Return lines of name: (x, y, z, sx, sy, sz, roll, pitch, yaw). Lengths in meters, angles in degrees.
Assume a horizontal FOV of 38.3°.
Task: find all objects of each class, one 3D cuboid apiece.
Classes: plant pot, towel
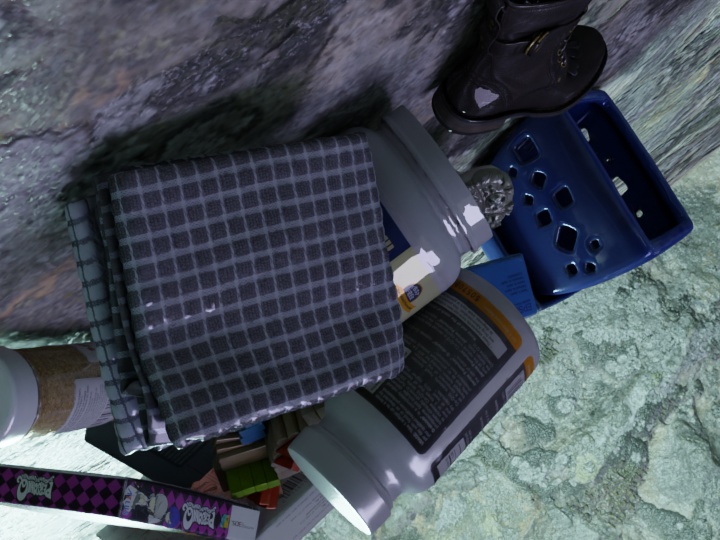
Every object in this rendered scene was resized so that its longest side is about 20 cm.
plant pot: (0.233, -0.071, 1.173, 0.179, 0.202, 0.199, -36, 170, 31)
towel: (-0.067, 0.008, 0.636, 0.198, 0.169, 0.085, -15, -171, -36)

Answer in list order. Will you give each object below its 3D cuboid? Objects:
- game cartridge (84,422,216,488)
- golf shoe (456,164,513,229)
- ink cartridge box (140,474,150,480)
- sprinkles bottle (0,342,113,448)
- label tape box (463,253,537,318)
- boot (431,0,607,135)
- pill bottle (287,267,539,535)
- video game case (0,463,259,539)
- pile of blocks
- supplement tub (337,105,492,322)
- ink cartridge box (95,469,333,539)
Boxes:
game cartridge: (-0.153, 0.109, 0.925, 0.200, 0.132, 0.041, -43, -151, 25)
golf shoe: (0.085, -0.071, 1.015, 0.077, 0.099, 0.200, 4, 158, -19)
ink cartridge box: (-0.149, 0.152, 1.092, 0.161, 0.050, 0.201, -42, -165, 26)
sprinkles bottle: (-0.225, 0.088, 0.768, 0.068, 0.069, 0.200, -38, 168, 12)
label tape box: (0.054, 0.045, 1.019, 0.142, 0.064, 0.199, -14, 177, -36)
boot: (0.152, -0.186, 0.800, 0.198, 0.070, 0.174, -28, 166, -27)
pill bottle: (0.042, 0.103, 0.827, 0.200, 0.116, 0.117, -44, 171, -16)
video game case: (-0.218, 0.203, 0.909, 0.197, 0.037, 0.181, -2, 161, 31)
pile of blocks: (-0.081, 0.154, 0.897, 0.081, 0.063, 0.202, 0, 137, -25)
supplement tub: (-0.013, -0.016, 0.791, 0.199, 0.146, 0.145, -37, 168, 2)
ink cartridge box: (-0.134, 0.238, 1.012, 0.199, 0.045, 0.175, -38, -150, -29)
